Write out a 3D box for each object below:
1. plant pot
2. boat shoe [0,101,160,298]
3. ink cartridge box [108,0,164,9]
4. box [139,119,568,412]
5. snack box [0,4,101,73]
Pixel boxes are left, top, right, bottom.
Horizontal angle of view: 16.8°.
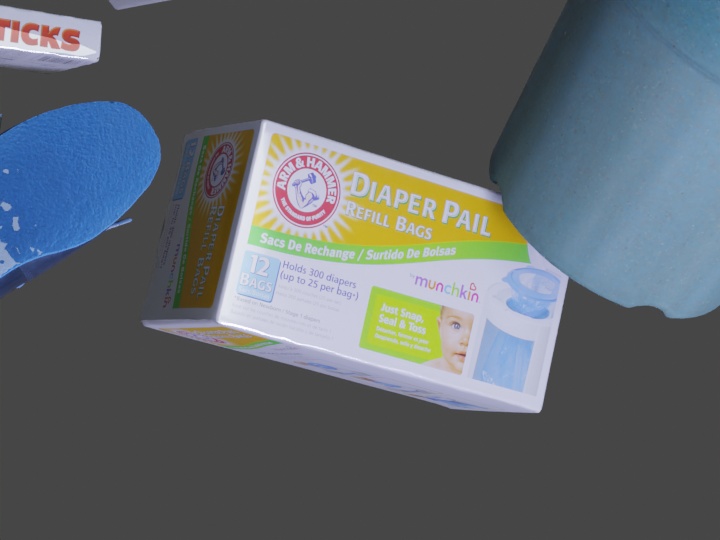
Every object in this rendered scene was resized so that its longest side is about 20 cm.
[{"bbox_3d":[0.174,-0.094,1.256,0.200,0.200,0.196,15,125,-26],"label":"plant pot"},{"bbox_3d":[-0.193,-0.023,1.223,0.200,0.069,0.084,-32,94,-25],"label":"boat shoe"},{"bbox_3d":[-0.051,-0.207,1.226,0.147,0.200,0.083,-38,108,-23],"label":"ink cartridge box"},{"bbox_3d":[0.000,0.000,1.300,0.200,0.101,0.113,15,82,-26],"label":"box"},{"bbox_3d":[-0.233,-0.123,1.199,0.200,0.072,0.024,7,87,-27],"label":"snack box"}]
